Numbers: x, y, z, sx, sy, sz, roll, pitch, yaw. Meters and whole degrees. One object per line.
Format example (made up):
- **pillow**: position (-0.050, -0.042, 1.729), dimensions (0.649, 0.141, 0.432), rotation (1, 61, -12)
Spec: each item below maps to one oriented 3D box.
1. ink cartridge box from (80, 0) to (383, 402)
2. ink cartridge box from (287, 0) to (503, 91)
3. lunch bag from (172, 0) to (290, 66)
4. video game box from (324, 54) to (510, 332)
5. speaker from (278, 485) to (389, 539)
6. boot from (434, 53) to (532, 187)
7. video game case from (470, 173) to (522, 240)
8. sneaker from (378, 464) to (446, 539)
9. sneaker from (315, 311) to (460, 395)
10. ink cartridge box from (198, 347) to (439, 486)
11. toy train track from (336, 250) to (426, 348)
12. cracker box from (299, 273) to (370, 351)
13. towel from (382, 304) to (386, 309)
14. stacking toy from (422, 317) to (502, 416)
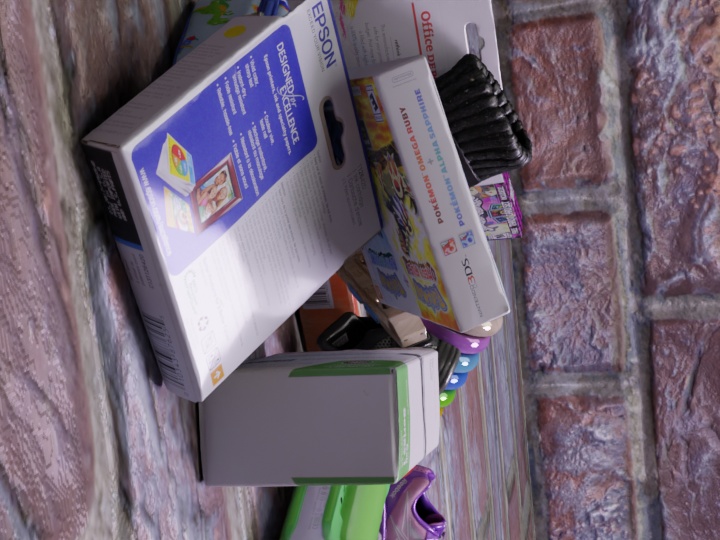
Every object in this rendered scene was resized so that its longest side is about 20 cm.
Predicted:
- **ink cartridge box**: position (-0.075, -0.053, 0.946), dimensions (0.200, 0.047, 0.199), rotation (-46, 137, -36)
- **ink cartridge box**: position (0.015, -0.194, 1.239), dimensions (0.068, 0.197, 0.116), rotation (-91, 171, -54)
- **lunch bag**: position (-0.078, -0.094, 1.072), dimensions (0.161, 0.081, 0.202), rotation (-81, 164, -57)
- **video game box**: position (0.029, -0.057, 1.059), dimensions (0.184, 0.046, 0.200), rotation (68, -12, -10)
- **speaker**: position (-0.025, 0.216, 1.214), dimensions (0.201, 0.087, 0.089), rotation (-73, 157, -59)
- **boot**: position (0.029, -0.130, 1.192), dimensions (0.211, 0.157, 0.080), rotation (41, 33, -37)
- **video game case**: position (0.073, -0.074, 1.549), dimensions (0.200, 0.179, 0.036), rotation (57, 31, -68)
- **sneaker**: position (0.049, 0.291, 1.546), dimensions (0.081, 0.087, 0.203), rotation (-50, 136, -75)
- **sneaker**: position (-0.004, 0.107, 1.311), dimensions (0.200, 0.114, 0.076), rotation (-53, -178, 41)
- **ink cartridge box**: position (-0.023, 0.107, 1.103), dimensions (0.200, 0.144, 0.086), rotation (0, 88, -78)
- **toy train track**: position (0.000, 0.000, 1.228), dimensions (0.200, 0.114, 0.033), rotation (48, -26, 52)
- **cracker box**: position (-0.016, -0.009, 1.397), dimensions (0.201, 0.057, 0.135), rotation (-76, 161, -54)
- **towel**: position (0.034, 0.025, 1.459), dimensions (0.200, 0.021, 0.148), rotation (120, -13, -65)
- **stacking toy**: position (0.057, 0.109, 1.384), dimensions (0.085, 0.085, 0.202), rotation (-62, 177, -69)
